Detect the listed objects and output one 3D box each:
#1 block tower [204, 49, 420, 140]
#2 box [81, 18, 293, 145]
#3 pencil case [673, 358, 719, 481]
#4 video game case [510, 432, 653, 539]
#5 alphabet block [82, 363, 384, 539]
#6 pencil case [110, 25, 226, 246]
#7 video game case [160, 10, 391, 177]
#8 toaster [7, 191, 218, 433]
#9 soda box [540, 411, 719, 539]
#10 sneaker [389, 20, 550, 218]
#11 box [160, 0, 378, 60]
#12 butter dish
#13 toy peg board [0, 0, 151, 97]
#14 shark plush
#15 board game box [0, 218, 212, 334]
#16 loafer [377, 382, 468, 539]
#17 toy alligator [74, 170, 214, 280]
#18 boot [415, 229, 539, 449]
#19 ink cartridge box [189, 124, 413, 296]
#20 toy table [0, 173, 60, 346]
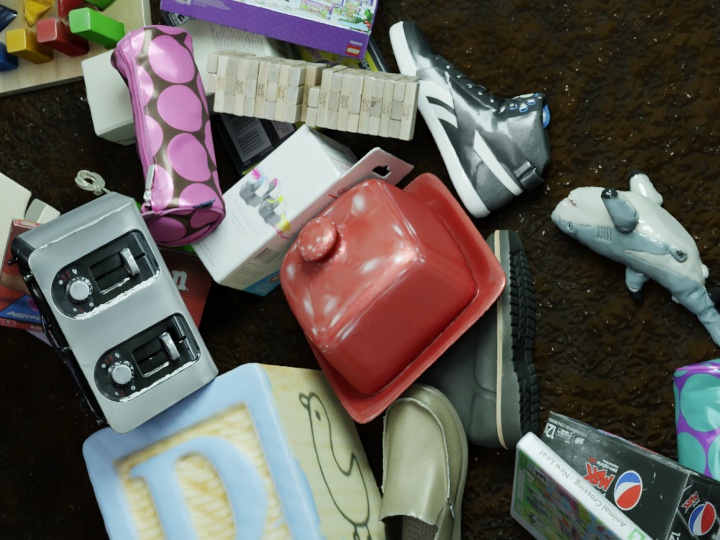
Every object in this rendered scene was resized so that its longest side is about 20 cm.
[{"bbox_3d":[-0.041,-0.163,1.692,0.198,0.058,0.054,10,104,14],"label":"block tower"},{"bbox_3d":[-0.167,-0.192,1.792,0.199,0.068,0.083,-16,78,18],"label":"box"},{"bbox_3d":[0.320,0.178,1.592,0.084,0.092,0.202,0,81,-18],"label":"pencil case"},{"bbox_3d":[0.203,0.236,1.578,0.182,0.200,0.022,42,74,19],"label":"video game case"},{"bbox_3d":[-0.108,0.210,1.687,0.195,0.200,0.197,-23,78,16],"label":"alphabet block"},{"bbox_3d":[-0.181,-0.128,1.692,0.091,0.093,0.201,-32,63,39],"label":"pencil case"},{"bbox_3d":[-0.083,-0.221,1.814,0.180,0.025,0.201,-31,75,15],"label":"video game case"},{"bbox_3d":[-0.226,0.036,1.643,0.118,0.200,0.182,-27,102,-13],"label":"toaster"},{"bbox_3d":[0.232,0.186,1.584,0.200,0.063,0.071,21,92,59],"label":"soda box"},{"bbox_3d":[0.114,-0.161,1.718,0.111,0.073,0.201,-27,85,12],"label":"sneaker"},{"bbox_3d":[-0.078,-0.281,1.737,0.198,0.039,0.138,14,51,-2],"label":"box"},{"bbox_3d":[0.000,0.000,1.669,0.199,0.148,0.200,-45,42,13],"label":"butter dish"},{"bbox_3d":[-0.328,-0.299,1.871,0.198,0.098,0.202,-9,81,19],"label":"toy peg board"},{"bbox_3d":[0.268,-0.008,1.666,0.200,0.091,0.083,40,119,-2],"label":"shark plush"},{"bbox_3d":[-0.245,0.018,1.743,0.198,0.019,0.104,10,108,-20],"label":"board game box"},{"bbox_3d":[0.055,0.203,1.672,0.075,0.067,0.202,-1,101,28],"label":"loafer"},{"bbox_3d":[-0.207,-0.031,1.827,0.199,0.059,0.055,32,137,19],"label":"toy alligator"},{"bbox_3d":[0.089,0.065,1.701,0.137,0.077,0.202,-3,82,24],"label":"boot"},{"bbox_3d":[-0.057,-0.068,1.741,0.200,0.115,0.068,-39,72,12],"label":"ink cartridge box"},{"bbox_3d":[-0.321,-0.005,1.810,0.183,0.200,0.118,26,82,53],"label":"toy table"}]
